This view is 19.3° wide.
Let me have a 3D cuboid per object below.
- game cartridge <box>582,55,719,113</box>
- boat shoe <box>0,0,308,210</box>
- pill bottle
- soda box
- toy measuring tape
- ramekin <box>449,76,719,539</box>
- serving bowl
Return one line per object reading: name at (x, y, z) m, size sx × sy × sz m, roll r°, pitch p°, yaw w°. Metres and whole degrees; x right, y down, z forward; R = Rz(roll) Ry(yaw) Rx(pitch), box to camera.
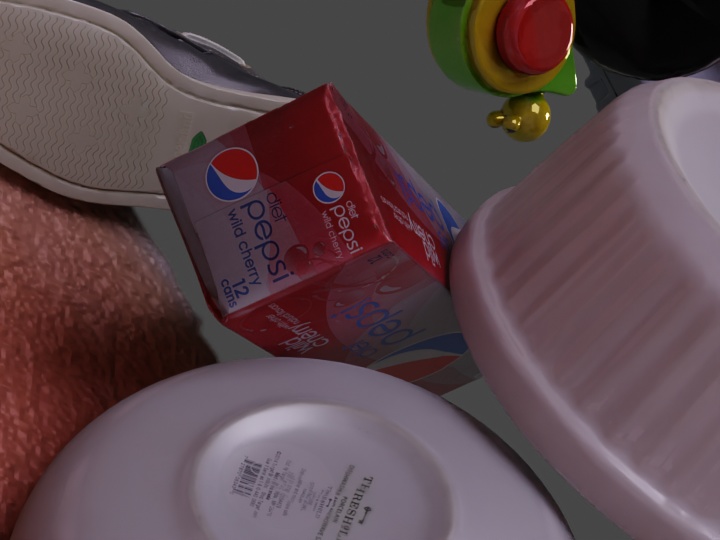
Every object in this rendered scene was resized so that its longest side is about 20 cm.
game cartridge at (0.203, -0.039, 1.143) m, size 0.133 × 0.041 × 0.200 m, roll -7°, pitch 68°, yaw -55°
boat shoe at (-0.090, -0.065, 0.827) m, size 0.200 × 0.072 × 0.068 m, roll 18°, pitch 13°, yaw -31°
pill bottle at (0.151, -0.185, 1.115) m, size 0.112 × 0.112 × 0.200 m, roll 42°, pitch 22°, yaw -16°
soda box at (0.000, 0.000, 0.787) m, size 0.063 × 0.070 × 0.200 m, roll 69°, pitch 11°, yaw 19°
toy measuring tape at (0.061, -0.153, 1.006) m, size 0.074 × 0.073 × 0.200 m, roll -41°, pitch 128°, yaw -54°
ramekin at (0.138, 0.017, 0.754) m, size 0.202 × 0.094 × 0.202 m, roll 27°, pitch 30°, yaw -17°
serving bowl at (-0.017, 0.094, 0.685) m, size 0.200 × 0.066 × 0.200 m, roll 6°, pitch 40°, yaw -5°
